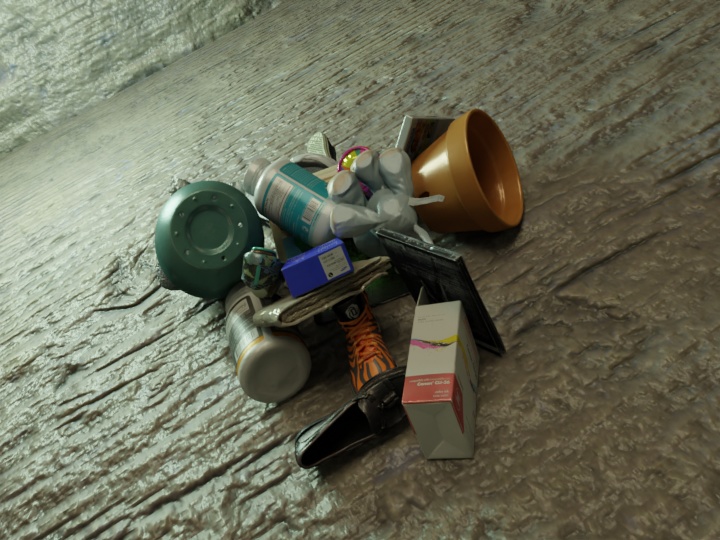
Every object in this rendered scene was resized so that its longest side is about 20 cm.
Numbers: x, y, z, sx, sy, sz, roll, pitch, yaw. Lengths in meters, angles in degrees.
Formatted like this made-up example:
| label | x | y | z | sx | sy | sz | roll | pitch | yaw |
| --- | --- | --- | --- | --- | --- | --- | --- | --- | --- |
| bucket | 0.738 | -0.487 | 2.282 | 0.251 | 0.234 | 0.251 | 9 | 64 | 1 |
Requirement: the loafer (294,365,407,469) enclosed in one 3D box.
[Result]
| label | x | y | z | sx | sy | sz | roll | pitch | yaw |
| --- | --- | --- | --- | --- | --- | --- | --- | --- | --- |
| loafer | 0.000 | 0.200 | 0.832 | 0.197 | 0.073 | 0.063 | -33 | 3 | 2 |

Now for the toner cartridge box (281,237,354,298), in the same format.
| label | x | y | z | sx | sy | sz | roll | pitch | yaw |
| --- | --- | --- | --- | --- | --- | --- | --- | --- | --- |
| toner cartridge box | -0.063 | -0.008 | 0.939 | 0.093 | 0.044 | 0.200 | -22 | 6 | -2 |

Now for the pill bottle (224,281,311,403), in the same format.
| label | x | y | z | sx | sy | sz | roll | pitch | yaw |
| --- | --- | --- | --- | --- | --- | --- | --- | --- | --- |
| pill bottle | -0.155 | 0.105 | 1.014 | 0.114 | 0.118 | 0.201 | -28 | 36 | -4 |

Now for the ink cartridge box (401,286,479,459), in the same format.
| label | x | y | z | sx | sy | sz | roll | pitch | yaw |
| --- | --- | --- | --- | --- | --- | --- | --- | --- | --- |
| ink cartridge box | 0.111 | 0.124 | 0.829 | 0.066 | 0.118 | 0.203 | -8 | 40 | 20 |

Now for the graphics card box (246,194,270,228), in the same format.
| label | x | y | z | sx | sy | sz | roll | pitch | yaw |
| --- | --- | --- | --- | --- | --- | --- | --- | --- | --- |
| graphics card box | -0.183 | -0.157 | 1.379 | 0.198 | 0.051 | 0.127 | 19 | 73 | 46 |

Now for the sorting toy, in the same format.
| label | x | y | z | sx | sy | sz | roll | pitch | yaw |
| --- | --- | --- | --- | --- | --- | --- | --- | --- | --- |
| sorting toy | -0.083 | -0.089 | 1.191 | 0.181 | 0.036 | 0.205 | -18 | 75 | 10 |

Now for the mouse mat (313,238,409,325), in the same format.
| label | x | y | z | sx | sy | sz | roll | pitch | yaw |
| --- | --- | --- | --- | --- | --- | --- | --- | --- | --- |
| mouse mat | 0.000 | 0.000 | 1.107 | 0.195 | 0.008 | 0.164 | -21 | 52 | 8 |

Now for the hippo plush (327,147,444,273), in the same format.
| label | x | y | z | sx | sy | sz | roll | pitch | yaw |
| --- | --- | --- | --- | --- | --- | --- | --- | --- | --- |
| hippo plush | 0.051 | -0.094 | 1.038 | 0.195 | 0.161 | 0.163 | 9 | 72 | 18 |

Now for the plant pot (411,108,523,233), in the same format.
| label | x | y | z | sx | sy | sz | roll | pitch | yaw |
| --- | --- | --- | --- | --- | --- | --- | --- | --- | --- |
| plant pot | 0.173 | -0.150 | 1.083 | 0.138 | 0.201 | 0.203 | -20 | 33 | 35 |

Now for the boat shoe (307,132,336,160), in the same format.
| label | x | y | z | sx | sy | sz | roll | pitch | yaw |
| --- | --- | --- | --- | --- | --- | --- | --- | --- | --- |
| boat shoe | -0.079 | -0.220 | 1.411 | 0.074 | 0.062 | 0.204 | -28 | 48 | 25 |

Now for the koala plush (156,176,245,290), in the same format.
| label | x | y | z | sx | sy | sz | roll | pitch | yaw |
| --- | --- | --- | --- | --- | --- | --- | --- | --- | --- |
| koala plush | -0.298 | -0.076 | 1.220 | 0.172 | 0.206 | 0.184 | -1 | 8 | -13 |

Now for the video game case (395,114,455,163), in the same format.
| label | x | y | z | sx | sy | sz | roll | pitch | yaw |
| --- | --- | --- | --- | --- | --- | --- | --- | --- | --- |
| video game case | 0.108 | -0.208 | 1.152 | 0.018 | 0.146 | 0.199 | 26 | 23 | 22 |

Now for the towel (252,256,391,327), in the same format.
| label | x | y | z | sx | sy | sz | roll | pitch | yaw |
| --- | --- | --- | --- | --- | --- | --- | --- | --- | --- |
| towel | -0.055 | 0.034 | 0.921 | 0.197 | 0.035 | 0.132 | -27 | 6 | -25 |

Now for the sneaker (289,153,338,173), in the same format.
| label | x | y | z | sx | sy | sz | roll | pitch | yaw |
| --- | --- | --- | --- | --- | --- | --- | --- | --- | --- |
| sneaker | -0.060 | -0.153 | 1.252 | 0.195 | 0.076 | 0.116 | 19 | 59 | -2 |

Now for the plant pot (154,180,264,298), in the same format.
| label | x | y | z | sx | sy | sz | roll | pitch | yaw |
| --- | --- | --- | --- | --- | --- | --- | --- | --- | --- |
| plant pot | -0.253 | -0.057 | 1.070 | 0.199 | 0.203 | 0.161 | -34 | 4 | -13 |

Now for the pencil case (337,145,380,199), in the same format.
| label | x | y | z | sx | sy | sz | roll | pitch | yaw |
| --- | --- | --- | --- | --- | --- | --- | --- | --- | --- |
| pencil case | 0.033 | -0.166 | 1.158 | 0.086 | 0.199 | 0.091 | -2 | 85 | 26 |

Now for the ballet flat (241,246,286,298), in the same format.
| label | x | y | z | sx | sy | sz | roll | pitch | yaw |
| --- | --- | --- | --- | --- | --- | --- | --- | --- | --- |
| ballet flat | -0.150 | 0.009 | 0.980 | 0.073 | 0.076 | 0.200 | -25 | -5 | -1 |

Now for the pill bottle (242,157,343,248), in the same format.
| label | x | y | z | sx | sy | sz | roll | pitch | yaw |
| --- | --- | --- | --- | --- | --- | --- | --- | --- | --- |
| pill bottle | -0.113 | -0.124 | 1.130 | 0.197 | 0.112 | 0.111 | 32 | 59 | 16 |

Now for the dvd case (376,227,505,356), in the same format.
| label | x | y | z | sx | sy | sz | roll | pitch | yaw |
| --- | --- | --- | --- | --- | --- | --- | --- | --- | --- |
| dvd case | 0.112 | 0.030 | 0.873 | 0.016 | 0.202 | 0.147 | -47 | 41 | -18 |

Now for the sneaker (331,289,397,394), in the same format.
| label | x | y | z | sx | sy | sz | roll | pitch | yaw |
| --- | --- | --- | --- | --- | --- | --- | --- | --- | --- |
| sneaker | -0.002 | 0.101 | 0.928 | 0.076 | 0.114 | 0.201 | -24 | 36 | -1 |
